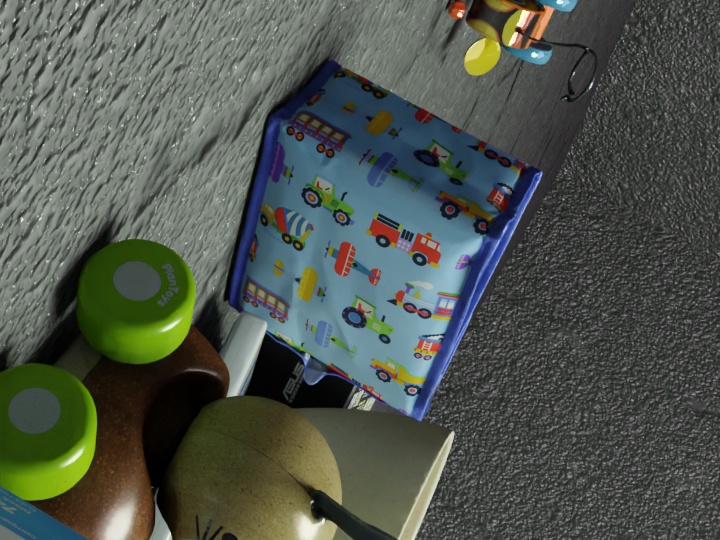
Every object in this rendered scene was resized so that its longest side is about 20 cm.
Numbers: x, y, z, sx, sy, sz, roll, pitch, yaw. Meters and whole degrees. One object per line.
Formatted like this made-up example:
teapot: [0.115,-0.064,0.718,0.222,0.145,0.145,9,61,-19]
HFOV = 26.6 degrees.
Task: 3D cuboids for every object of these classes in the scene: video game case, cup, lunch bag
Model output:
video game case: [-0.117,0.140,1.009,0.182,0.022,0.202,115,-1,-71]
cup: [-0.037,0.179,1.085,0.200,0.142,0.202,23,90,-81]
lunch bag: [0.000,0.000,0.949,0.094,0.150,0.201,-50,166,-52]

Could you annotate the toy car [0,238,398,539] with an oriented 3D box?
toy car: [-0.070,0.114,0.719,0.158,0.199,0.165,-55,170,-35]

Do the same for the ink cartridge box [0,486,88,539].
ink cartridge box: [-0.162,0.167,0.516,0.148,0.145,0.200,-61,172,2]

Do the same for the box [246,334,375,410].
box: [-0.060,0.138,1.265,0.165,0.086,0.200,-62,172,5]

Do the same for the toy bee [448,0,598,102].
toy bee: [0.124,-0.221,1.245,0.200,0.108,0.132,-140,-111,-73]
